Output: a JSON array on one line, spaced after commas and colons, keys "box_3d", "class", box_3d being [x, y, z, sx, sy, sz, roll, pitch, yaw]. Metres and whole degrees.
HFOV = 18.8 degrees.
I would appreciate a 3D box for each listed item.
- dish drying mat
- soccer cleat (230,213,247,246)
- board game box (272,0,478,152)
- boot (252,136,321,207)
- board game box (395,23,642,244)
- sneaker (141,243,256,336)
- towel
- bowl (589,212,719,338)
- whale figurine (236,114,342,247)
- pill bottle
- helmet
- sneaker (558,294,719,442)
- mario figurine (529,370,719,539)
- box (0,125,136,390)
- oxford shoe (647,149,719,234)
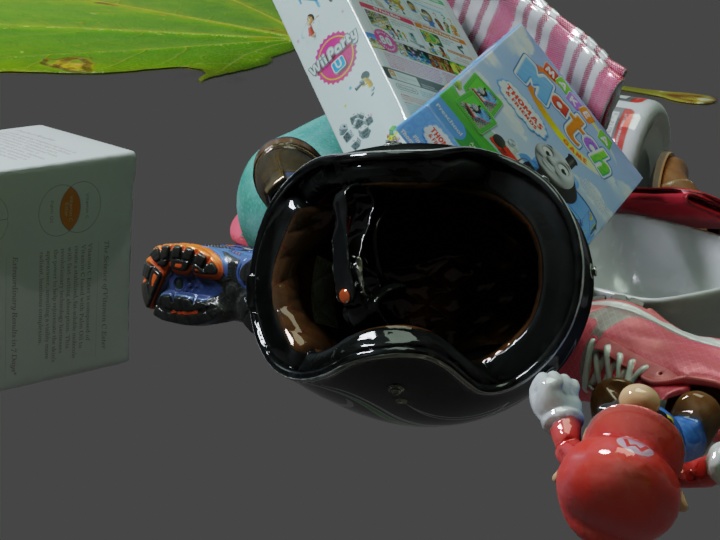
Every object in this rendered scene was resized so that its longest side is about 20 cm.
[{"box_3d": [0.223, -0.050, 1.730, 0.077, 0.018, 0.200, 19, -8, -30], "class": "dish drying mat"}, {"box_3d": [-0.013, -0.039, 1.771, 0.200, 0.076, 0.067, -13, 46, 27], "class": "soccer cleat"}, {"box_3d": [0.035, -0.133, 1.607, 0.147, 0.064, 0.200, 14, 43, -47], "class": "board game box"}, {"box_3d": [0.001, -0.013, 1.562, 0.200, 0.075, 0.097, 38, 10, -9], "class": "boot"}, {"box_3d": [0.118, -0.082, 1.554, 0.037, 0.151, 0.200, -37, 4, 31], "class": "board game box"}, {"box_3d": [-0.061, 0.013, 1.577, 0.200, 0.075, 0.078, 16, 16, 31], "class": "sneaker"}, {"box_3d": [0.108, -0.154, 1.695, 0.200, 0.146, 0.030, 42, 43, 22], "class": "towel"}, {"box_3d": [0.194, 0.019, 1.607, 0.200, 0.075, 0.200, -10, 22, -41], "class": "bowl"}, {"box_3d": [-0.016, -0.086, 1.679, 0.159, 0.104, 0.200, 11, 56, 40], "class": "whale figurine"}, {"box_3d": [0.172, -0.112, 1.982, 0.200, 0.116, 0.116, 11, 17, 24], "class": "pill bottle"}, {"box_3d": [0.046, 0.010, 1.398, 0.190, 0.200, 0.200, 8, 11, -34], "class": "helmet"}, {"box_3d": [0.192, 0.068, 1.437, 0.200, 0.074, 0.087, 11, 19, 23], "class": "sneaker"}, {"box_3d": [0.168, 0.091, 1.282, 0.123, 0.106, 0.200, -28, 1, 14], "class": "mario figurine"}, {"box_3d": [-0.259, -0.005, 1.443, 0.106, 0.153, 0.200, 17, 20, 42], "class": "box"}, {"box_3d": [0.275, -0.044, 1.872, 0.071, 0.071, 0.200, 11, 27, 4], "class": "oxford shoe"}]
